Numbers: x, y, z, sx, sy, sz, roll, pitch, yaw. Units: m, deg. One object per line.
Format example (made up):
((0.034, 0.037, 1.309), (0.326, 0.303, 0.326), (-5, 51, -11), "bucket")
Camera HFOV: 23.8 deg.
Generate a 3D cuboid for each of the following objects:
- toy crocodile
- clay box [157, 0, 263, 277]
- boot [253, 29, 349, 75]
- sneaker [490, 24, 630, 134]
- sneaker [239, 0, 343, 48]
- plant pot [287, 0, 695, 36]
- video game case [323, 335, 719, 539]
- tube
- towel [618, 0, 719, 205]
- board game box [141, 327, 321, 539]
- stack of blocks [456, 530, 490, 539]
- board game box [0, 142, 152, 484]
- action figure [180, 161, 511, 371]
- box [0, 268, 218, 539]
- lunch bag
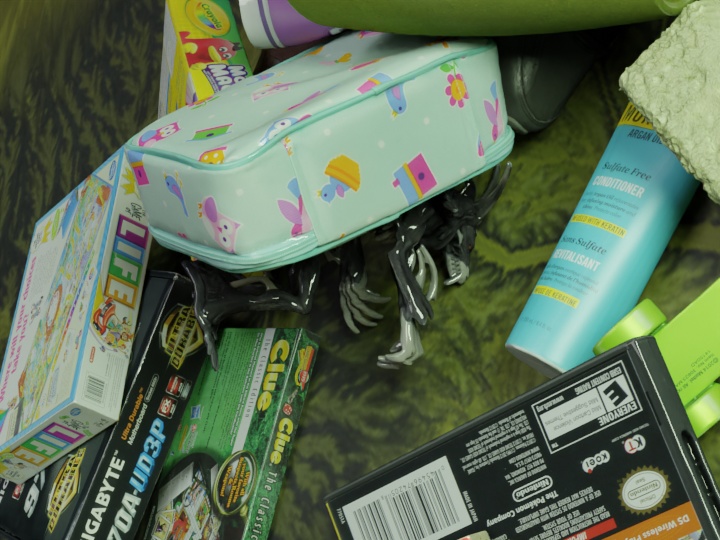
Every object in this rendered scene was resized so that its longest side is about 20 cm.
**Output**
((0.126, 0.077, 0.844), (0.067, 0.062, 0.200), (44, 104, 11), "toy crocodile")
((-0.092, -0.076, 1.110), (0.201, 0.047, 0.116), (-111, 22, -43), "clay box")
((-0.012, -0.155, 1.117), (0.166, 0.072, 0.202), (22, 96, 57), "boot")
((0.135, -0.169, 0.964), (0.079, 0.075, 0.202), (21, 84, 49), "sneaker")
((-0.005, -0.215, 1.057), (0.113, 0.073, 0.202), (-10, 48, 16), "sneaker")
((0.080, -0.196, 0.872), (0.198, 0.187, 0.189), (20, 82, 31), "plant pot")
((0.089, 0.154, 0.803), (0.199, 0.025, 0.183), (-31, 74, 33), "video game case")
((0.144, -0.035, 0.903), (0.077, 0.050, 0.202), (21, 79, 44), "tube")
((0.226, -0.070, 0.789), (0.149, 0.036, 0.200), (-46, 64, 11), "towel")
((-0.089, 0.133, 1.077), (0.104, 0.023, 0.202), (-2, 67, 50), "board game box")
((-0.015, 0.210, 0.781), (0.198, 0.059, 0.116), (-24, 80, 8), "stack of blocks")
((-0.195, 0.029, 1.160), (0.134, 0.034, 0.202), (-32, 42, 45), "board game box")
((0.000, 0.000, 0.995), (0.198, 0.103, 0.119), (-17, 12, -5), "action figure")
((-0.174, 0.098, 1.155), (0.158, 0.046, 0.202), (6, 72, 60), "box")
((-0.022, -0.072, 0.946), (0.199, 0.078, 0.160), (-27, 20, -27), "lunch bag")
